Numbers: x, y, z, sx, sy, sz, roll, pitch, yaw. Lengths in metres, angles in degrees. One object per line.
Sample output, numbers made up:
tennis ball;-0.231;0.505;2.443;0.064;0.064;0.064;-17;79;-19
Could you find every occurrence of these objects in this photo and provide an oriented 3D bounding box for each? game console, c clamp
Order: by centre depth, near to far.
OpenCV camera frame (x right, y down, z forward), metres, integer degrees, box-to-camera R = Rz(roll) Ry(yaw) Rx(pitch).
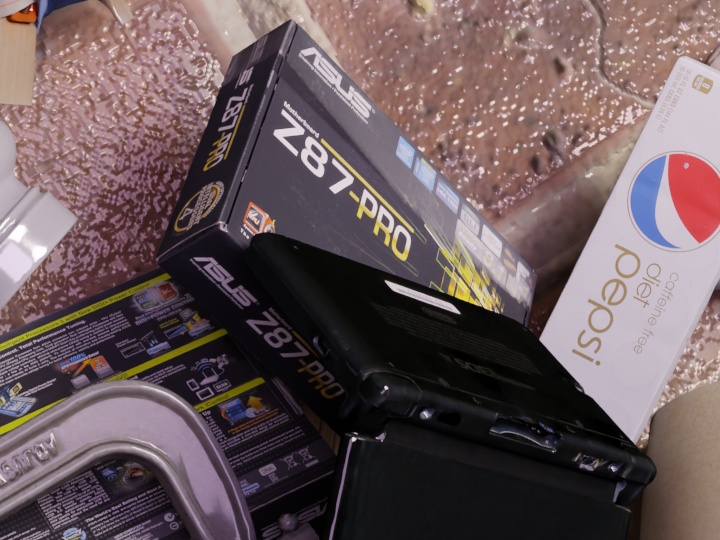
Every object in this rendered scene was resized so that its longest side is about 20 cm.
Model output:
c clamp;-0.107;0.139;0.894;0.200;0.027;0.171;-24;94;-20
game console;0.028;0.094;0.939;0.200;0.176;0.116;20;112;-46

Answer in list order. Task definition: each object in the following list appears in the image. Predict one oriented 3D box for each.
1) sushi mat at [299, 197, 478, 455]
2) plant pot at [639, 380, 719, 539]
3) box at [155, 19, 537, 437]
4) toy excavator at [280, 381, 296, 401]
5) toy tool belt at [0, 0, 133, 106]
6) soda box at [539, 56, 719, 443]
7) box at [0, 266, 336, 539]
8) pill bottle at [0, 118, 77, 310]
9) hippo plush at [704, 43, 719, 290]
sushi mat;0.013;0.045;1.099;0.096;0.012;0.200;19;71;-35
plant pot;0.219;0.160;1.087;0.187;0.187;0.200;-4;66;-18
box;0.000;0.000;1.026;0.200;0.049;0.161;45;35;-24
toy excavator;-0.087;0.162;1.019;0.100;0.200;0.195;10;109;12
toy tool belt;-0.152;-0.162;1.053;0.123;0.125;0.200;63;35;-12
soda box;0.151;-0.006;1.086;0.068;0.064;0.200;27;98;10
box;-0.130;0.092;0.979;0.200;0.044;0.160;-24;49;-20
pill bottle;-0.237;-0.058;1.007;0.200;0.109;0.109;41;71;-7
hippo plush;0.259;-0.046;1.132;0.159;0.161;0.200;-19;85;-20
